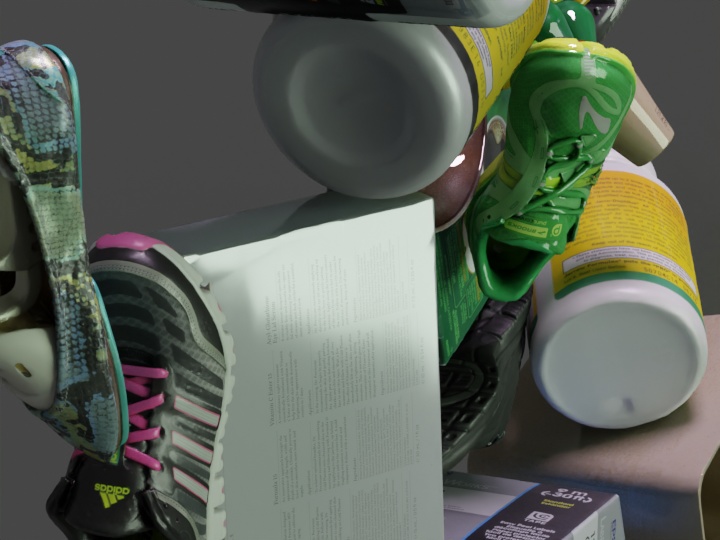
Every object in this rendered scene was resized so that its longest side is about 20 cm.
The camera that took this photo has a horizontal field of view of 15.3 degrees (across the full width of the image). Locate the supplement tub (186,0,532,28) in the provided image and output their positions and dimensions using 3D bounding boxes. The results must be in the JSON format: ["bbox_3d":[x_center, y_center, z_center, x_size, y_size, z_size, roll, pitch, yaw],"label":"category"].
[{"bbox_3d":[-0.018,-0.177,1.230,0.122,0.200,0.123,6,90,-66],"label":"supplement tub"}]

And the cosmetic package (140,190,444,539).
[{"bbox_3d":[-0.033,0.067,1.357,0.151,0.052,0.201,-14,111,-34],"label":"cosmetic package"}]

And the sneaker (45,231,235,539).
[{"bbox_3d":[-0.105,0.082,1.248,0.087,0.074,0.200,-56,149,-58],"label":"sneaker"}]

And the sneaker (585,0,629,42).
[{"bbox_3d":[0.176,-0.214,1.835,0.091,0.066,0.200,62,38,-48],"label":"sneaker"}]

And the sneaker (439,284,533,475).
[{"bbox_3d":[0.061,0.082,1.636,0.200,0.076,0.091,-53,146,-48],"label":"sneaker"}]

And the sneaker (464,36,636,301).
[{"bbox_3d":[0.108,-0.054,1.507,0.200,0.074,0.084,107,-12,-52],"label":"sneaker"}]

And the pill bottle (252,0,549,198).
[{"bbox_3d":[0.031,-0.131,1.366,0.200,0.112,0.113,-55,143,-50],"label":"pill bottle"}]

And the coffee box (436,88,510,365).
[{"bbox_3d":[0.062,-0.047,1.640,0.200,0.044,0.123,-56,144,-47],"label":"coffee box"}]

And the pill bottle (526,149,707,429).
[{"bbox_3d":[0.161,0.001,1.742,0.200,0.112,0.113,-91,171,-54],"label":"pill bottle"}]

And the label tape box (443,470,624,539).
[{"bbox_3d":[0.074,0.159,1.589,0.200,0.143,0.066,-29,122,-62],"label":"label tape box"}]

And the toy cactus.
[{"bbox_3d":[0.127,-0.137,1.598,0.165,0.102,0.200,45,10,-12],"label":"toy cactus"}]

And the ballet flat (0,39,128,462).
[{"bbox_3d":[-0.149,0.000,1.156,0.074,0.074,0.200,-45,132,-56],"label":"ballet flat"}]

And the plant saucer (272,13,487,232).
[{"bbox_3d":[0.007,-0.115,1.460,0.200,0.032,0.201,30,54,-52],"label":"plant saucer"}]

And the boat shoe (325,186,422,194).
[{"bbox_3d":[-0.002,-0.001,1.489,0.074,0.063,0.202,22,59,-39],"label":"boat shoe"}]

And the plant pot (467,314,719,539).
[{"bbox_3d":[0.181,0.151,1.789,0.200,0.177,0.200,-54,142,-48],"label":"plant pot"}]
